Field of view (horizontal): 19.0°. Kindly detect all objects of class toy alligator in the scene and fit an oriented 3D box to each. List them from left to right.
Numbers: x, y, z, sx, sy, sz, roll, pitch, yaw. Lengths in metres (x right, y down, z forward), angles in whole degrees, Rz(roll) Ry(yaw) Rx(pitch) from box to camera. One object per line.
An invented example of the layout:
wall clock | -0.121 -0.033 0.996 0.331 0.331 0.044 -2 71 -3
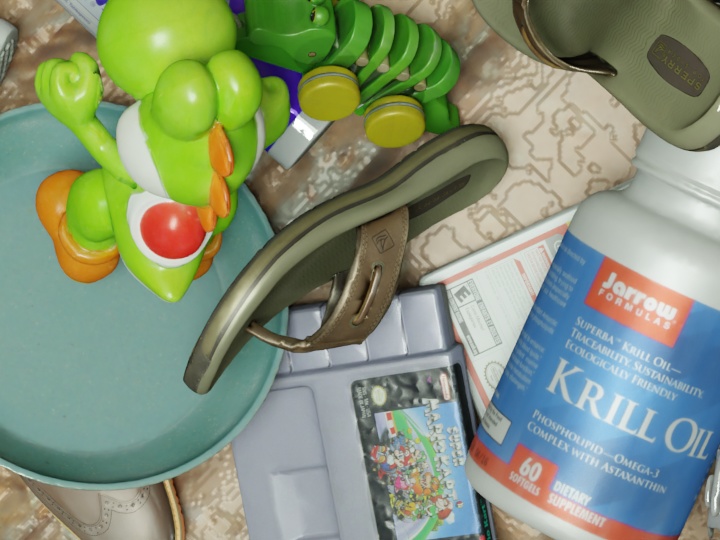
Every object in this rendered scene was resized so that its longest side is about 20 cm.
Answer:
toy alligator | -0.015 -0.112 1.026 0.199 0.060 0.054 21 138 -35

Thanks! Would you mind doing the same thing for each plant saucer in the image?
plant saucer | -0.135 0.015 1.060 0.199 0.036 0.201 7 68 -17

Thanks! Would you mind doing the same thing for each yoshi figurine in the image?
yoshi figurine | -0.090 -0.069 0.975 0.112 0.200 0.113 37 63 -1

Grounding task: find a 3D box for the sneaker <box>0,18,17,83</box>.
sneaker | -0.263 -0.064 1.089 0.104 0.075 0.201 35 102 -5

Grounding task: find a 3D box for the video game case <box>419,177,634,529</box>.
video game case | 0.148 0.027 1.095 0.199 0.017 0.144 -25 94 7

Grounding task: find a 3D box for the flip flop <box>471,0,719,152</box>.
flip flop | 0.110 -0.119 1.008 0.057 0.200 0.081 12 113 -36

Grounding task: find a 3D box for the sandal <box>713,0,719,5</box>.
sandal | 0.162 -0.182 1.063 0.075 0.045 0.201 -25 108 12

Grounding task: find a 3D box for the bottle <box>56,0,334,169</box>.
bottle | -0.093 -0.134 1.072 0.200 0.065 0.084 44 90 -1

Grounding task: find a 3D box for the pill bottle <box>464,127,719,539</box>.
pill bottle | 0.136 0.030 1.031 0.112 0.112 0.201 23 98 2

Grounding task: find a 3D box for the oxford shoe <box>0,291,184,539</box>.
oxford shoe | -0.162 0.078 1.098 0.071 0.073 0.201 -36 93 8

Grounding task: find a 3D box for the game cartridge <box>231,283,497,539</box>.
game cartridge | 0.002 0.114 1.101 0.129 0.038 0.202 -9 96 19

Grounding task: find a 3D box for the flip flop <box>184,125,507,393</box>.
flip flop | 0.000 0.000 1.036 0.199 0.081 0.058 -32 78 -25

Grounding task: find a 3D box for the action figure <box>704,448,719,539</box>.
action figure | 0.226 0.138 1.034 0.199 0.069 0.131 -3 105 -20
